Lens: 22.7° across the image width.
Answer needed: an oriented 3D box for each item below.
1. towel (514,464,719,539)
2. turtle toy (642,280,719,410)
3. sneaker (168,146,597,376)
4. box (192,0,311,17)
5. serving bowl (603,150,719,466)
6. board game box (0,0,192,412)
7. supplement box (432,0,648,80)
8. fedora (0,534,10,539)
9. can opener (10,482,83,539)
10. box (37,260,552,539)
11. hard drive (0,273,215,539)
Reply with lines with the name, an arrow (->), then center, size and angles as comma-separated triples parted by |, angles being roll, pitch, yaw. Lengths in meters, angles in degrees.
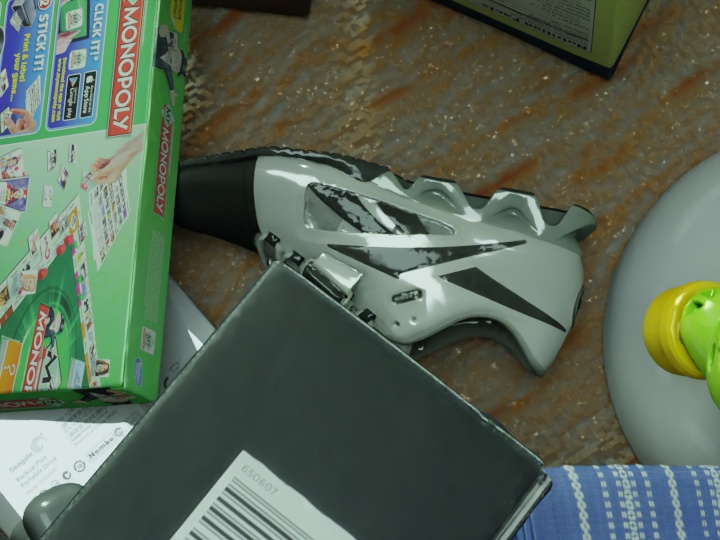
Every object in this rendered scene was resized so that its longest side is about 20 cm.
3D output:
towel -> 0.144, 0.145, 0.672 | 0.199, 0.024, 0.145 | 4, 68, -27
turtle toy -> 0.214, 0.009, 0.687 | 0.200, 0.146, 0.101 | -39, 100, -18
sneaker -> 0.000, 0.000, 0.798 | 0.199, 0.074, 0.089 | 10, 77, 8
box -> -0.057, -0.193, 0.780 | 0.075, 0.200, 0.101 | 9, 79, 5
serving bowl -> 0.207, 0.026, 0.779 | 0.199, 0.066, 0.201 | -1, 77, 6
board game box -> -0.146, -0.036, 0.809 | 0.134, 0.029, 0.201 | -5, 70, 25
supplement box -> 0.093, -0.222, 0.772 | 0.134, 0.200, 0.201 | 26, 81, 10
fedora -> -0.195, 0.207, 0.763 | 0.200, 0.092, 0.201 | -1, 74, 4
can opener -> -0.072, 0.175, 0.762 | 0.067, 0.053, 0.200 | -25, 74, -33
box -> -0.056, 0.133, 0.638 | 0.124, 0.197, 0.200 | 37, 68, 5
hard drive -> -0.085, 0.105, 0.808 | 0.132, 0.027, 0.200 | -40, 77, -4
